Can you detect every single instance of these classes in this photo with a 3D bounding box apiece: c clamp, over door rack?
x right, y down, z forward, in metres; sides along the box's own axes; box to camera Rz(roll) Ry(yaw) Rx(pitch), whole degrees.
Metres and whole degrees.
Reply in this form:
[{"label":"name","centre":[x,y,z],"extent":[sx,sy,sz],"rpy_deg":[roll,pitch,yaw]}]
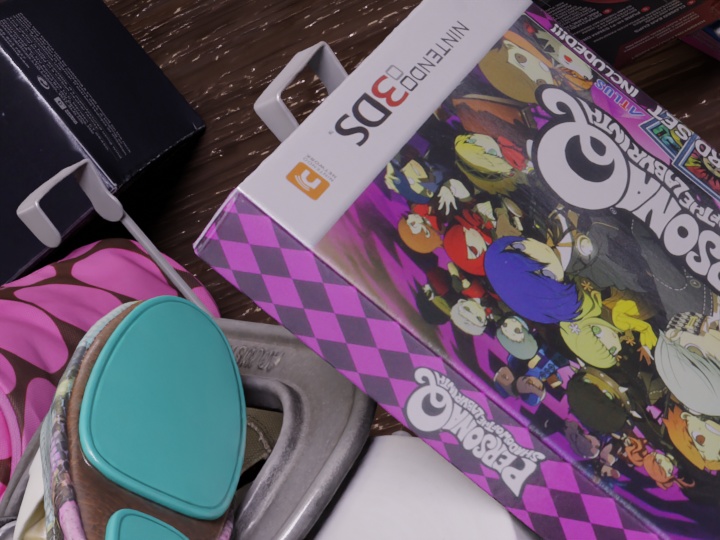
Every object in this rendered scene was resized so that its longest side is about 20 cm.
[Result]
[{"label":"c clamp","centre":[-0.071,0.083,0.820],"extent":[0.200,0.027,0.171],"rpy_deg":[13,65,55]},{"label":"over door rack","centre":[0.000,0.000,0.898],"extent":[0.147,0.200,0.067],"rpy_deg":[-21,36,44]}]

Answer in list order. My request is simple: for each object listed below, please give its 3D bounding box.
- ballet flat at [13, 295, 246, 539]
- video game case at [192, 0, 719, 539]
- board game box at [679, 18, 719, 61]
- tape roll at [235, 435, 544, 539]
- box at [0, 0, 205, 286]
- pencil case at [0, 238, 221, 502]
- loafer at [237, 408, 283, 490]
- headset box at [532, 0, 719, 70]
[{"label":"ballet flat","centre":[-0.074,0.087,0.747],"extent":[0.071,0.069,0.200],"rpy_deg":[-49,26,27]},{"label":"video game case","centre":[0.070,0.005,0.776],"extent":[0.036,0.200,0.181],"rpy_deg":[-52,-2,39]},{"label":"board game box","centre":[0.205,-0.128,0.937],"extent":[0.153,0.040,0.200],"rpy_deg":[-50,34,0]},{"label":"tape roll","centre":[-0.011,0.152,0.762],"extent":[0.202,0.071,0.203],"rpy_deg":[-32,35,25]},{"label":"box","centre":[-0.196,-0.032,1.183],"extent":[0.200,0.104,0.182],"rpy_deg":[-40,3,14]},{"label":"pencil case","centre":[-0.135,0.041,1.037],"extent":[0.091,0.093,0.200],"rpy_deg":[-64,-13,19]},{"label":"loafer","centre":[-0.091,0.123,1.000],"extent":[0.070,0.075,0.201],"rpy_deg":[38,101,28]},{"label":"headset box","centre":[0.099,-0.150,0.880],"extent":[0.148,0.200,0.075],"rpy_deg":[-28,64,23]}]
